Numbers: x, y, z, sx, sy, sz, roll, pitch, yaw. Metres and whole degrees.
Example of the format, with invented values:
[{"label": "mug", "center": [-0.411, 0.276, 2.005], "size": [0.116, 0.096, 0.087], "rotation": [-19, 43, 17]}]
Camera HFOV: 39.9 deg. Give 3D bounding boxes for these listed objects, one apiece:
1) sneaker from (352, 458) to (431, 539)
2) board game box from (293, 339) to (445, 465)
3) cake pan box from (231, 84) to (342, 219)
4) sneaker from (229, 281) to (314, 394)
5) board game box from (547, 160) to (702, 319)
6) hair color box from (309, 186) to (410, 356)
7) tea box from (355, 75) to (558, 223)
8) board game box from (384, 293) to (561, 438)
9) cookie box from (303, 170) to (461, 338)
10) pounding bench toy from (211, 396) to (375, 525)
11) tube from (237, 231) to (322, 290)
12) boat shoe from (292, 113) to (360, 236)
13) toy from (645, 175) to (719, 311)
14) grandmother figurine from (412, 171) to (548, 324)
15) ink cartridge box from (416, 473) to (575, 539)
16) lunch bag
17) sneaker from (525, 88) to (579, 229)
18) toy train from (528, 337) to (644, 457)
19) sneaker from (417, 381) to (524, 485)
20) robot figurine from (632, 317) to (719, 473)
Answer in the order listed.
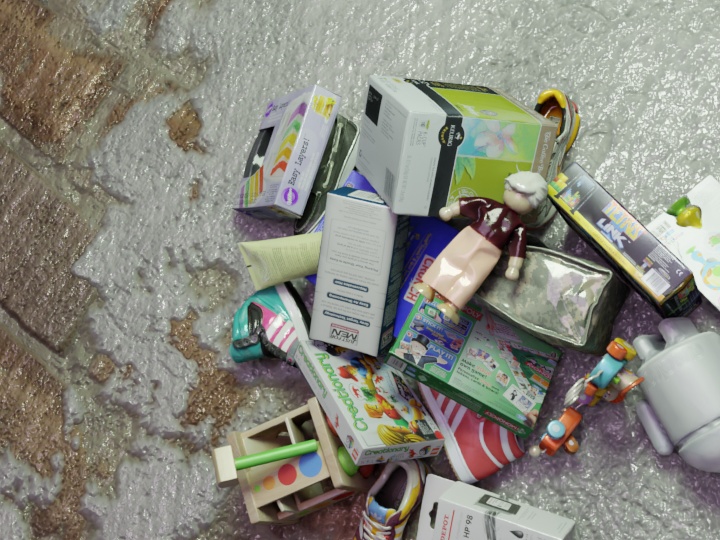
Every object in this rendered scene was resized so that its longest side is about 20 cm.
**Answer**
[{"label": "sneaker", "center": [0.025, 0.333, 1.294], "size": [0.075, 0.090, 0.200], "rotation": [18, 83, 25]}, {"label": "board game box", "center": [0.009, 0.165, 1.295], "size": [0.200, 0.126, 0.035], "rotation": [55, 133, 41]}, {"label": "cake pan box", "center": [-0.111, -0.168, 1.447], "size": [0.200, 0.052, 0.184], "rotation": [7, 75, 65]}, {"label": "sneaker", "center": [-0.123, 0.112, 1.413], "size": [0.121, 0.084, 0.200], "rotation": [-30, 59, 7]}, {"label": "board game box", "center": [0.327, -0.030, 1.226], "size": [0.057, 0.165, 0.200], "rotation": [-44, 65, 8]}, {"label": "hair color box", "center": [0.000, 0.000, 1.286], "size": [0.100, 0.061, 0.200], "rotation": [14, 108, 19]}, {"label": "tea box", "center": [0.116, -0.158, 1.271], "size": [0.196, 0.200, 0.134], "rotation": [2, 112, -15]}, {"label": "board game box", "center": [0.146, 0.110, 1.260], "size": [0.200, 0.029, 0.135], "rotation": [29, 50, 3]}, {"label": "cookie box", "center": [0.032, -0.016, 1.390], "size": [0.200, 0.075, 0.171], "rotation": [33, 91, 26]}, {"label": "pounding bench toy", "center": [-0.083, 0.246, 1.300], "size": [0.156, 0.200, 0.124], "rotation": [-25, 68, 15]}, {"label": "tube", "center": [-0.070, -0.024, 1.365], "size": [0.200, 0.052, 0.058], "rotation": [-12, 72, 20]}, {"label": "boat shoe", "center": [-0.061, -0.134, 1.455], "size": [0.071, 0.064, 0.200], "rotation": [10, 74, 53]}, {"label": "toy", "center": [0.460, -0.011, 1.231], "size": [0.115, 0.047, 0.200], "rotation": [-39, 66, 2]}, {"label": "grandmother figurine", "center": [0.147, -0.039, 1.182], "size": [0.121, 0.061, 0.200], "rotation": [41, 91, -2]}, {"label": "ink cartridge box", "center": [0.154, 0.342, 1.234], "size": [0.200, 0.067, 0.116], "rotation": [14, 104, 24]}, {"label": "lunch bag", "center": [0.223, 0.022, 1.255], "size": [0.200, 0.164, 0.118], "rotation": [21, 90, 25]}, {"label": "sneaker", "center": [0.238, -0.153, 1.340], "size": [0.078, 0.082, 0.200], "rotation": [10, 81, 24]}, {"label": "toy train", "center": [0.280, 0.165, 1.201], "size": [0.056, 0.200, 0.150], "rotation": [39, 68, 16]}, {"label": "sneaker", "center": [0.146, 0.168, 1.299], "size": [0.112, 0.071, 0.200], "rotation": [-27, 76, 18]}, {"label": "robot figurine", "center": [0.405, 0.153, 1.176], "size": [0.170, 0.113, 0.200], "rotation": [-45, 61, 36]}]
